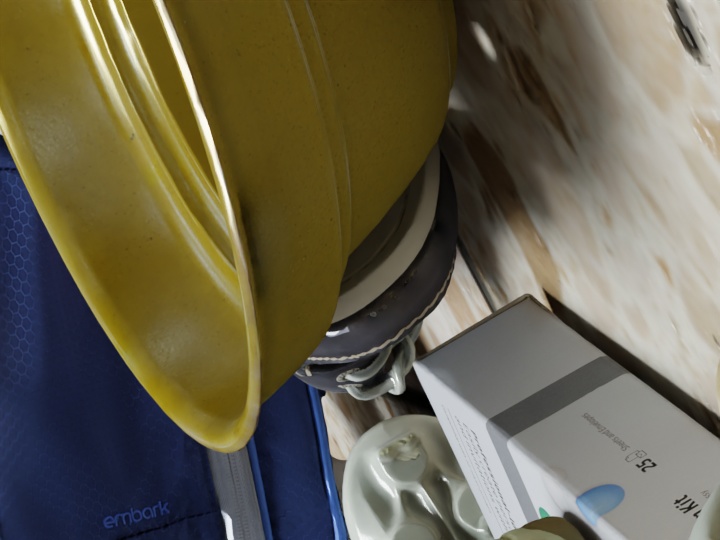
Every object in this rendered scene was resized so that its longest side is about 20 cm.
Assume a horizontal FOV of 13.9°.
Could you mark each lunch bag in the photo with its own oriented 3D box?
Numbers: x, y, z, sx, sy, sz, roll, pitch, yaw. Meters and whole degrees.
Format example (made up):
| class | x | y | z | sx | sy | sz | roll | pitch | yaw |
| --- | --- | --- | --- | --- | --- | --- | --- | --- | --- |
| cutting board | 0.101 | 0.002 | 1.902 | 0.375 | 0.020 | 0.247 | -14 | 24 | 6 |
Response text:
| class | x | y | z | sx | sy | sz | roll | pitch | yaw |
| --- | --- | --- | --- | --- | --- | --- | --- | --- | --- |
| lunch bag | -0.079 | 0.021 | 0.976 | 0.136 | 0.132 | 0.200 | 163 | 94 | -74 |

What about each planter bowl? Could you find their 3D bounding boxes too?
| class | x | y | z | sx | sy | sz | roll | pitch | yaw |
| --- | --- | --- | --- | --- | --- | --- | --- | --- | --- |
| planter bowl | -0.034 | -0.066 | 0.687 | 0.200 | 0.083 | 0.200 | 56 | 161 | 31 |

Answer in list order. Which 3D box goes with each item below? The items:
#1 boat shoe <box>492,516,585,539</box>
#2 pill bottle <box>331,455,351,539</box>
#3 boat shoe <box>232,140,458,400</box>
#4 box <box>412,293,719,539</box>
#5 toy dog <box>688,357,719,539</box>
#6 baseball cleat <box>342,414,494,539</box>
| class | x | y | z | sx | sy | sz | roll | pitch | yaw |
| --- | --- | --- | --- | --- | --- | --- | --- | --- | --- |
| boat shoe | 0.048 | 0.146 | 0.635 | 0.072 | 0.066 | 0.201 | 83 | 169 | -54 |
| pill bottle | -0.012 | 0.144 | 1.097 | 0.200 | 0.112 | 0.112 | 60 | 169 | 0 |
| boat shoe | 0.000 | 0.000 | 0.807 | 0.063 | 0.073 | 0.200 | 50 | 176 | -13 |
| box | 0.093 | 0.106 | 0.706 | 0.156 | 0.041 | 0.200 | 65 | 168 | -26 |
| toy dog | 0.100 | 0.087 | 0.471 | 0.132 | 0.096 | 0.200 | 65 | 169 | -25 |
| baseball cleat | 0.058 | 0.137 | 0.921 | 0.106 | 0.070 | 0.200 | 69 | 177 | -75 |
